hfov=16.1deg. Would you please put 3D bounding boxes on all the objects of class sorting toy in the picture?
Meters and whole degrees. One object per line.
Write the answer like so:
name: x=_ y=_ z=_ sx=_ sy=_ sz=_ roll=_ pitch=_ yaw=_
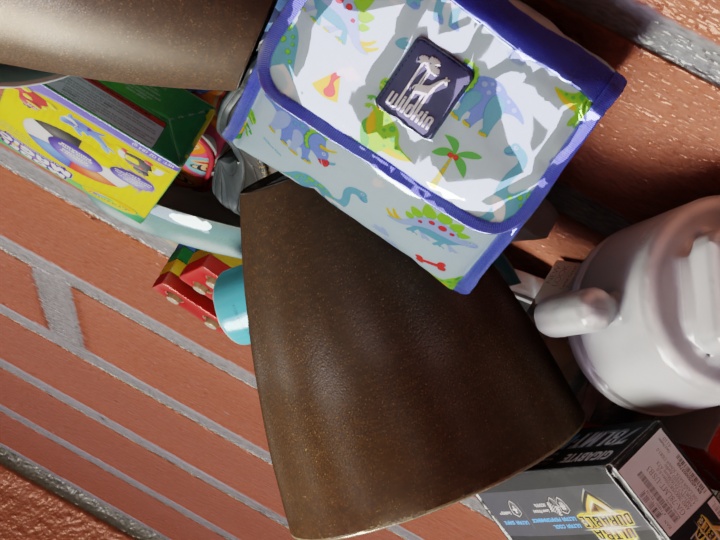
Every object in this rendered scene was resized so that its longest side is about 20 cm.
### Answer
sorting toy: x=-0.059 y=0.028 z=1.975 sx=0.199 sy=0.070 sz=0.200 roll=34 pitch=163 yaw=-13

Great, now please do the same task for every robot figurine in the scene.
robot figurine: x=0.187 y=0.022 z=1.439 sx=0.170 sy=0.113 sz=0.200 roll=2 pitch=171 yaw=-18

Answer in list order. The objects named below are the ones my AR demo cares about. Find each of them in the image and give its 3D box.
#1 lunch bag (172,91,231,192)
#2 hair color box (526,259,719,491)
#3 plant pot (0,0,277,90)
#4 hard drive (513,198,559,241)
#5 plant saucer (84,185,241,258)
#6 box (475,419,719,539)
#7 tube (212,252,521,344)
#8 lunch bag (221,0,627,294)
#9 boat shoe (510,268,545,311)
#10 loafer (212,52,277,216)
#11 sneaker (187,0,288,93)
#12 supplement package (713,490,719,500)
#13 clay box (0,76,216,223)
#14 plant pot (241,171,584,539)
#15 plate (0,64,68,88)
lunch bag: x=-0.167 y=-0.128 z=1.674 sx=0.200 sy=0.082 sz=0.176 roll=30 pitch=165 yaw=0
hair color box: x=0.181 y=0.064 z=1.583 sx=0.200 sy=0.111 sz=0.064 roll=9 pitch=153 yaw=50
plant pot: x=-0.138 y=-0.176 z=1.339 sx=0.200 sy=0.187 sz=0.187 roll=23 pitch=164 yaw=-4
hard drive: x=0.026 y=-0.059 z=1.639 sx=0.132 sy=0.026 sz=0.200 roll=37 pitch=163 yaw=-20
plant saucer: x=-0.103 y=-0.042 z=1.742 sx=0.200 sy=0.027 sz=0.200 roll=16 pitch=-169 yaw=-3
box: x=0.173 y=0.183 z=1.515 sx=0.199 sy=0.050 sz=0.200 roll=54 pitch=158 yaw=-9
tube: x=0.000 y=0.000 z=1.607 sx=0.200 sy=0.050 sz=0.077 roll=-17 pitch=119 yaw=32
lunch bag: x=0.036 y=-0.098 z=1.350 sx=0.170 sy=0.127 sz=0.200 roll=33 pitch=151 yaw=-2
boat shoe: x=0.061 y=0.024 z=1.688 sx=0.200 sy=0.066 sz=0.070 roll=20 pitch=169 yaw=-20
loafer: x=-0.043 y=-0.081 z=1.578 sx=0.072 sy=0.073 sz=0.200 roll=41 pitch=161 yaw=13
sneaker: x=-0.087 y=-0.145 z=1.483 sx=0.074 sy=0.082 sz=0.200 roll=35 pitch=162 yaw=-9
supplement package: x=0.321 y=0.181 z=1.610 sx=0.191 sy=0.147 sz=0.200 roll=35 pitch=164 yaw=-8
clay box: x=-0.162 y=-0.087 z=1.551 sx=0.115 sy=0.048 sz=0.200 roll=31 pitch=164 yaw=-5
plant pot: x=0.008 y=0.030 z=1.500 sx=0.187 sy=0.187 sz=0.200 roll=-7 pitch=107 yaw=65
plate: x=-0.218 y=-0.170 z=1.440 sx=0.200 sy=0.200 sz=0.026 roll=28 pitch=140 yaw=9
